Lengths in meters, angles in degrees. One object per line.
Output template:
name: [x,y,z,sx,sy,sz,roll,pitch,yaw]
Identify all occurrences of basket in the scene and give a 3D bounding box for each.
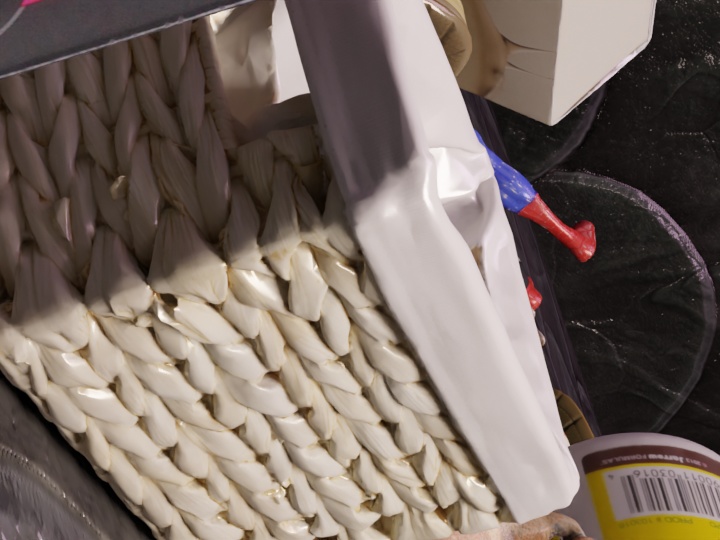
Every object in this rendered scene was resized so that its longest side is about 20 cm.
basket: [-0.026,-0.010,0.655,0.200,0.123,0.136,62,13,-58]

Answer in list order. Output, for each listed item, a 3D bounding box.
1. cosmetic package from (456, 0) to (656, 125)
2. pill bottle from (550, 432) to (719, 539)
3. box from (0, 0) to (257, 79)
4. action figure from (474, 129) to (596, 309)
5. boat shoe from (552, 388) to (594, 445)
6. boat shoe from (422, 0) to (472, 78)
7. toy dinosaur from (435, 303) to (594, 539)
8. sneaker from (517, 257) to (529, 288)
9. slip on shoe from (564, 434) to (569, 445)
cosmetic package: [0.004,-0.140,0.807,0.073,0.199,0.104,-39,144,-41]
pill bottle: [0.107,0.158,0.804,0.200,0.109,0.109,-100,170,-51]
box: [-0.083,-0.131,0.508,0.200,0.122,0.106,-95,166,-57]
action figure: [0.023,-0.074,1.151,0.200,0.065,0.099,42,13,-22]
boat shoe: [0.116,0.153,1.185,0.066,0.072,0.201,61,8,-54]
boat shoe: [-0.048,-0.117,0.697,0.200,0.072,0.068,29,41,-37]
toy dinosaur: [0.012,0.092,0.750,0.201,0.135,0.086,63,-16,7]
sneaker: [0.005,-0.015,1.046,0.083,0.072,0.200,55,-11,-19]
slip on shoe: [0.068,0.138,1.069,0.200,0.074,0.061,93,-23,-47]
